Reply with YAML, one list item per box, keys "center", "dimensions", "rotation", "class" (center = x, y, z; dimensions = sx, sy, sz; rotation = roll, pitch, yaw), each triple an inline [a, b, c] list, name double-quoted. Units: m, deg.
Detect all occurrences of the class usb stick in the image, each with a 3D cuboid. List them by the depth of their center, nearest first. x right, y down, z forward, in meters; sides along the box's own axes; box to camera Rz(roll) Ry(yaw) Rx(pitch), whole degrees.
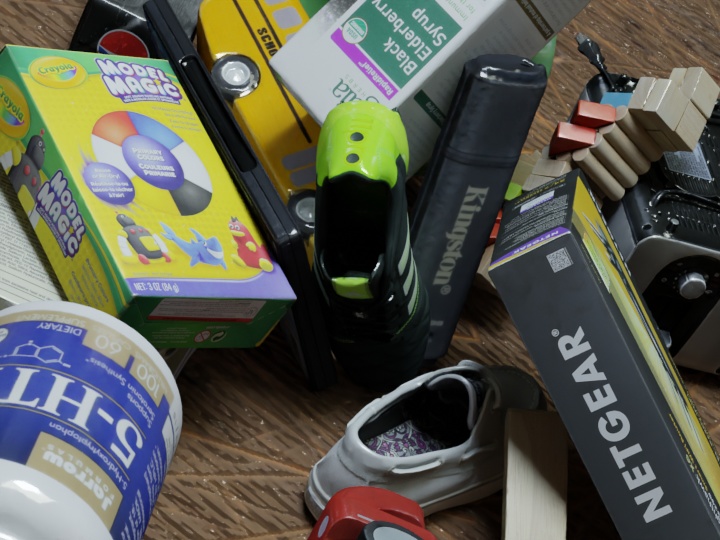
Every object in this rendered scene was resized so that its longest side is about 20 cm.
- center: [0.054, -0.033, 1.483]
  dimensions: [0.055, 0.201, 0.033]
  rotation: [-1, 34, -35]
  class: "usb stick"

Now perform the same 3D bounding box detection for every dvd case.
- center: [-0.068, -0.044, 1.477]
  dimensions: [0.017, 0.143, 0.200]
  rotation: [-24, 54, -9]
  class: "dvd case"

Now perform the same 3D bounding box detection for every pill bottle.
- center: [-0.161, 0.116, 1.216]
  dimensions: [0.119, 0.120, 0.200]
  rotation: [25, 35, -6]
  class: "pill bottle"

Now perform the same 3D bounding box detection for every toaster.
- center: [0.212, -0.028, 1.662]
  dimensions: [0.180, 0.119, 0.201]
  rotation: [14, 38, -22]
  class: "toaster"

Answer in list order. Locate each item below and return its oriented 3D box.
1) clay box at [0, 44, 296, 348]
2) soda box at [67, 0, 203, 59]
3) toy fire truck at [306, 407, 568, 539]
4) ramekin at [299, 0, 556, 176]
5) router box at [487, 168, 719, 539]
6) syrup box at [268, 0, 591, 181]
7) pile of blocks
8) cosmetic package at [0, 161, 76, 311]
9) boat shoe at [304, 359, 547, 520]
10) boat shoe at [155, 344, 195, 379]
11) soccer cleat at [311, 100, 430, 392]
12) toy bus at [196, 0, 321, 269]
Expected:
- center: [-0.127, -0.049, 1.383]
  dimensions: [0.114, 0.048, 0.201]
  rotation: [1, 50, -45]
  class: "clay box"
- center: [-0.128, -0.185, 1.664]
  dimensions: [0.070, 0.064, 0.200]
  rotation: [25, 35, -6]
  class: "soda box"
- center: [0.053, 0.152, 1.342]
  dimensions: [0.175, 0.129, 0.200]
  rotation: [24, 19, -13]
  class: "toy fire truck"
- center: [0.029, -0.151, 1.625]
  dimensions: [0.097, 0.200, 0.200]
  rotation: [3, 42, -44]
  class: "ramekin"
- center: [0.139, 0.056, 1.437]
  dimensions: [0.201, 0.052, 0.157]
  rotation: [63, 12, -11]
  class: "router box"
- center: [0.052, -0.147, 1.474]
  dimensions: [0.079, 0.200, 0.081]
  rotation: [48, 3, 25]
  class: "syrup box"
- center: [0.120, -0.069, 1.572]
  dimensions: [0.062, 0.200, 0.082]
  rotation: [43, 12, -41]
  class: "pile of blocks"
- center: [-0.189, -0.022, 1.408]
  dimensions: [0.103, 0.073, 0.200]
  rotation: [24, 35, -9]
  class: "cosmetic package"
- center: [0.046, 0.085, 1.446]
  dimensions: [0.199, 0.069, 0.072]
  rotation: [-16, 55, -46]
  class: "boat shoe"
- center: [-0.108, 0.015, 1.428]
  dimensions: [0.072, 0.062, 0.200]
  rotation: [23, 34, -9]
  class: "boat shoe"
- center: [0.000, 0.000, 1.425]
  dimensions: [0.067, 0.201, 0.081]
  rotation: [3, 41, 10]
  class: "soccer cleat"
- center: [-0.039, -0.077, 1.556]
  dimensions: [0.078, 0.065, 0.201]
  rotation: [-20, 60, -17]
  class: "toy bus"
